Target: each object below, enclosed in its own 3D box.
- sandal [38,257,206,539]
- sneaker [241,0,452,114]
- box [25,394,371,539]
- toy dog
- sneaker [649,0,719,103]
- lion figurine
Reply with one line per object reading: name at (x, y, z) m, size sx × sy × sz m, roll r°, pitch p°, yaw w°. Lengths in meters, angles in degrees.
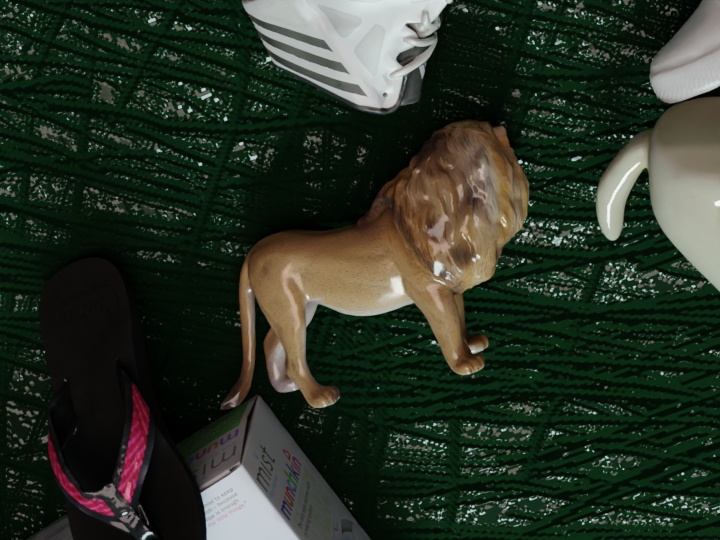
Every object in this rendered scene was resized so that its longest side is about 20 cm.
sandal at (-0.136, 0.084, 1.416) m, size 0.075 × 0.045 × 0.200 m, roll -24°, pitch 69°, yaw 16°
sneaker at (0.038, -0.148, 1.364) m, size 0.200 × 0.076 × 0.115 m, roll -11°, pitch 120°, yaw 17°
box at (-0.091, 0.200, 1.494) m, size 0.200 × 0.097 × 0.177 m, roll -33°, pitch 106°, yaw 16°
toy dog at (0.230, 0.006, 1.369) m, size 0.194 × 0.140 × 0.200 m, roll -17°, pitch 112°, yaw 13°
sneaker at (0.217, -0.164, 1.344) m, size 0.200 × 0.075 × 0.089 m, roll -35°, pitch 93°, yaw 11°
lion figurine at (0.000, 0.000, 1.420) m, size 0.200 × 0.072 × 0.123 m, roll -16°, pitch 103°, yaw 15°
